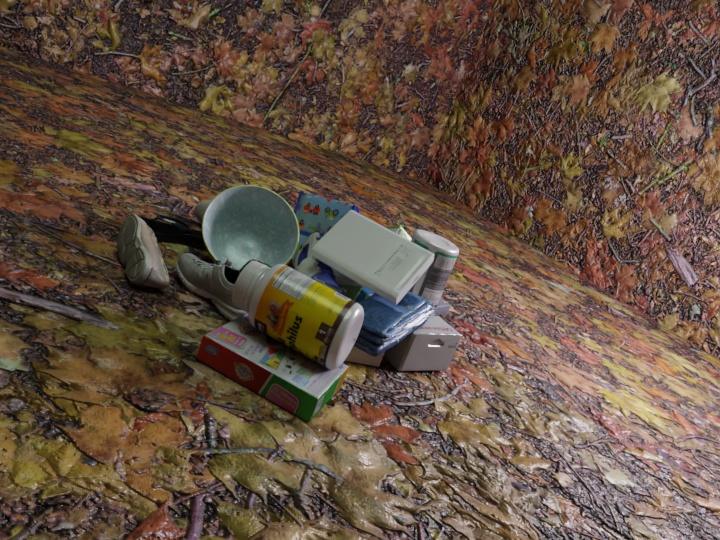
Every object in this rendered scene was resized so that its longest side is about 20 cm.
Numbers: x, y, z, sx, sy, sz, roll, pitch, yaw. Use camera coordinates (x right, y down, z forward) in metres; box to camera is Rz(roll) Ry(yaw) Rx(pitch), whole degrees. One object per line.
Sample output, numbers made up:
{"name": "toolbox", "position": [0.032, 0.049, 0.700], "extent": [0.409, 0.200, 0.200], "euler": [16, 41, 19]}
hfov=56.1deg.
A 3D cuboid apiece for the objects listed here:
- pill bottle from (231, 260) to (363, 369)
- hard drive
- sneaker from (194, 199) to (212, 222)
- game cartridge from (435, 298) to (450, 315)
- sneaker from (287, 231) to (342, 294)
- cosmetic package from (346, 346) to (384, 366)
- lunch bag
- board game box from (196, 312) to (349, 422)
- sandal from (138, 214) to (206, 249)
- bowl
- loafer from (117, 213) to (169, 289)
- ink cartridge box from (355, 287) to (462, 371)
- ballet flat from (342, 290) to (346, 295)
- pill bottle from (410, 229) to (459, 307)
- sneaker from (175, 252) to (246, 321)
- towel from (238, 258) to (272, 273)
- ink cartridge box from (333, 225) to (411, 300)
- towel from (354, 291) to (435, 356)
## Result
{"name": "pill bottle", "position": [-0.100, 0.063, 1.058], "extent": [0.196, 0.112, 0.109], "euler": [26, 16, 13]}
{"name": "hard drive", "position": [0.023, -0.029, 1.273], "extent": [0.197, 0.027, 0.132], "euler": [29, 55, 23]}
{"name": "sneaker", "position": [-0.309, -0.103, 1.533], "extent": [0.197, 0.072, 0.080], "euler": [30, 20, 21]}
{"name": "game cartridge", "position": [0.116, 0.055, 1.689], "extent": [0.198, 0.039, 0.128], "euler": [32, 22, 29]}
{"name": "sneaker", "position": [-0.085, -0.016, 1.332], "extent": [0.080, 0.117, 0.199], "euler": [29, 2, -29]}
{"name": "cosmetic package", "position": [-0.054, 0.116, 1.215], "extent": [0.196, 0.052, 0.083], "euler": [14, 17, -30]}
{"name": "lunch bag", "position": [-0.095, -0.051, 1.473], "extent": [0.147, 0.204, 0.094], "euler": [15, -19, 26]}
{"name": "board game box", "position": [-0.130, 0.142, 1.041], "extent": [0.196, 0.041, 0.153], "euler": [27, 16, 12]}
{"name": "sandal", "position": [-0.383, -0.088, 1.425], "extent": [0.196, 0.044, 0.076], "euler": [12, 19, -35]}
{"name": "bowl", "position": [-0.230, -0.062, 1.395], "extent": [0.196, 0.204, 0.108], "euler": [21, -26, -6]}
{"name": "loafer", "position": [-0.388, -0.029, 1.208], "extent": [0.062, 0.072, 0.201], "euler": [31, 14, -38]}
{"name": "ink cartridge box", "position": [0.082, 0.112, 1.351], "extent": [0.143, 0.086, 0.199], "euler": [6, 23, -41]}
{"name": "ballet flat", "position": [-0.018, 0.040, 1.482], "extent": [0.067, 0.069, 0.200], "euler": [23, 16, 4]}
{"name": "pill bottle", "position": [0.132, 0.024, 1.496], "extent": [0.110, 0.204, 0.113], "euler": [20, 15, -6]}
{"name": "sneaker", "position": [-0.251, 0.012, 1.212], "extent": [0.198, 0.084, 0.074], "euler": [31, 18, 27]}
{"name": "towel", "position": [-0.130, 0.038, 1.242], "extent": [0.196, 0.024, 0.152], "euler": [25, -19, -17]}
{"name": "ink cartridge box", "position": [0.000, 0.000, 1.357], "extent": [0.048, 0.203, 0.144], "euler": [44, -25, -30]}
{"name": "towel", "position": [0.044, 0.081, 1.215], "extent": [0.110, 0.050, 0.199], "euler": [24, 28, 26]}
